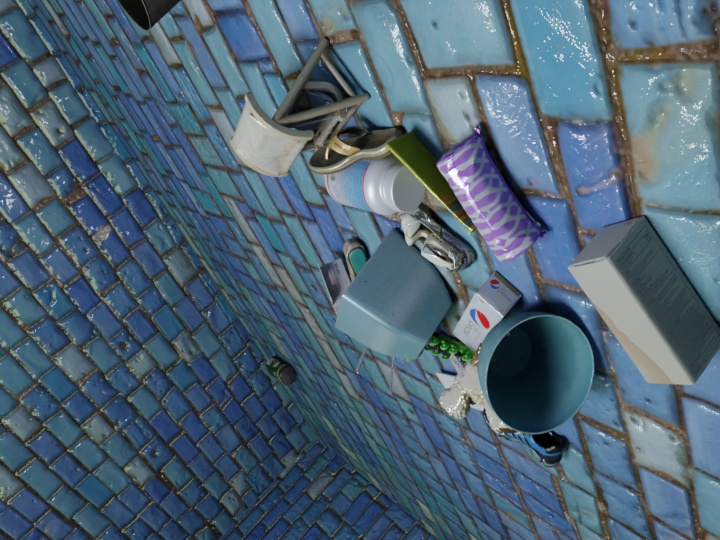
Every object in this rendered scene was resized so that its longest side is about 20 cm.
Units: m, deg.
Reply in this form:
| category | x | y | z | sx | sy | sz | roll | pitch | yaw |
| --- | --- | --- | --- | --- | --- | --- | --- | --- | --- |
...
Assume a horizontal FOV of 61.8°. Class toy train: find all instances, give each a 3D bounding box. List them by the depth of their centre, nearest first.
| category | x | y | z | sx | sy | sz | roll | pitch | yaw |
| --- | --- | --- | --- | --- | --- | --- | --- | --- | --- |
| toy train | 0.218 | 0.184 | 1.372 | 0.198 | 0.056 | 0.043 | 23 | 134 | 50 |

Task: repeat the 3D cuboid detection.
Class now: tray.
| category | x | y | z | sx | sy | sz | roll | pitch | yaw |
| --- | --- | --- | --- | --- | --- | --- | --- | --- | --- |
| tray | 0.273 | 0.302 | 1.503 | 0.109 | 0.022 | 0.199 | 57 | 158 | -14 |

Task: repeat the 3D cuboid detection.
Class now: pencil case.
| category | x | y | z | sx | sy | sz | roll | pitch | yaw |
| --- | --- | --- | --- | --- | --- | --- | --- | --- | --- |
| pencil case | 0.197 | -0.109 | 0.909 | 0.085 | 0.084 | 0.201 | -30 | 104 | 32 |

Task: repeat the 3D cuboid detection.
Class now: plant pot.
| category | x | y | z | sx | sy | sz | roll | pitch | yaw |
| --- | --- | --- | --- | --- | --- | --- | --- | --- | --- |
| plant pot | 0.286 | 0.160 | 1.054 | 0.202 | 0.198 | 0.135 | 54 | 177 | -15 |
| plant pot | 0.082 | 0.077 | 1.300 | 0.198 | 0.197 | 0.197 | 36 | 156 | 9 |

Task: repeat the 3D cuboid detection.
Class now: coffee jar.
| category | x | y | z | sx | sy | sz | roll | pitch | yaw |
| --- | --- | --- | --- | --- | --- | --- | --- | --- | --- |
| coffee jar | -0.407 | 0.518 | 3.100 | 0.198 | 0.085 | 0.106 | 17 | 139 | 56 |

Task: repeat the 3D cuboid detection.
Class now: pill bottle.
| category | x | y | z | sx | sy | sz | roll | pitch | yaw |
| --- | --- | --- | --- | --- | --- | --- | --- | --- | --- |
| pill bottle | 0.027 | -0.164 | 1.111 | 0.198 | 0.108 | 0.110 | 22 | 146 | 51 |

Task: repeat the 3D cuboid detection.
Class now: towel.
| category | x | y | z | sx | sy | sz | roll | pitch | yaw |
| --- | --- | --- | --- | --- | --- | --- | --- | --- | --- |
| towel | 0.130 | -0.147 | 0.980 | 0.200 | 0.086 | 0.018 | 47 | 127 | 8 |

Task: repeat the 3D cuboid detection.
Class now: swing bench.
| category | x | y | z | sx | sy | sz | roll | pitch | yaw |
| --- | --- | --- | --- | --- | --- | --- | --- | --- | --- |
| swing bench | -0.119 | -0.273 | 1.093 | 0.131 | 0.199 | 0.198 | 50 | 159 | -5 |

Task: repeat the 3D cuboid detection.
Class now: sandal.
| category | x | y | z | sx | sy | sz | roll | pitch | yaw |
| --- | --- | --- | --- | --- | --- | --- | --- | --- | --- |
| sandal | -0.015 | -0.227 | 1.074 | 0.196 | 0.082 | 0.054 | -8 | 135 | 36 |

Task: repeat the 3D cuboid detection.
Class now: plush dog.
| category | x | y | z | sx | sy | sz | roll | pitch | yaw |
| --- | --- | --- | --- | --- | --- | --- | --- | --- | --- |
| plush dog | 0.277 | 0.227 | 1.209 | 0.169 | 0.166 | 0.197 | 8 | 177 | -45 |

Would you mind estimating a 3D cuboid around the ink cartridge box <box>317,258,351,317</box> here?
| category | x | y | z | sx | sy | sz | roll | pitch | yaw |
| --- | --- | --- | --- | --- | --- | --- | --- | --- | --- |
| ink cartridge box | -0.055 | 0.052 | 1.588 | 0.201 | 0.065 | 0.118 | 79 | 170 | -66 |

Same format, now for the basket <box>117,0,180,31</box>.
| category | x | y | z | sx | sy | sz | roll | pitch | yaw |
| --- | --- | --- | --- | --- | --- | --- | --- | --- | --- |
| basket | -0.353 | -0.564 | 1.078 | 0.135 | 0.199 | 0.183 | 10 | 136 | 58 |

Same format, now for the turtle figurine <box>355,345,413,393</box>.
| category | x | y | z | sx | sy | sz | roll | pitch | yaw |
| --- | --- | --- | --- | --- | --- | --- | --- | --- | --- |
| turtle figurine | 0.053 | 0.156 | 1.446 | 0.201 | 0.141 | 0.197 | -51 | 39 | 37 |

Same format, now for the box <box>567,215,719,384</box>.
| category | x | y | z | sx | sy | sz | roll | pitch | yaw |
| --- | --- | --- | --- | --- | --- | --- | --- | --- | --- |
| box | 0.374 | 0.041 | 0.788 | 0.202 | 0.094 | 0.077 | 54 | 158 | -6 |

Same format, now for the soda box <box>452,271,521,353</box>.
| category | x | y | z | sx | sy | sz | roll | pitch | yaw |
| --- | --- | --- | --- | --- | --- | --- | --- | --- | --- |
| soda box | 0.241 | 0.086 | 1.160 | 0.068 | 0.064 | 0.201 | 41 | 158 | 15 |

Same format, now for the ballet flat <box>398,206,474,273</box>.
| category | x | y | z | sx | sy | sz | roll | pitch | yaw |
| --- | --- | --- | --- | --- | --- | --- | --- | --- | --- |
| ballet flat | 0.125 | -0.065 | 1.136 | 0.199 | 0.072 | 0.073 | 41 | 157 | 21 |

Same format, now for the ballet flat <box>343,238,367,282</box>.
| category | x | y | z | sx | sy | sz | roll | pitch | yaw |
| --- | --- | --- | --- | --- | --- | --- | --- | --- | --- |
| ballet flat | 0.000 | 0.000 | 1.511 | 0.068 | 0.067 | 0.203 | -126 | 18 | -47 |

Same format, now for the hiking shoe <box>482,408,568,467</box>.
| category | x | y | z | sx | sy | sz | roll | pitch | yaw |
| --- | --- | --- | --- | --- | --- | --- | --- | --- | --- |
| hiking shoe | 0.368 | 0.350 | 1.347 | 0.197 | 0.075 | 0.088 | 29 | 145 | 22 |
